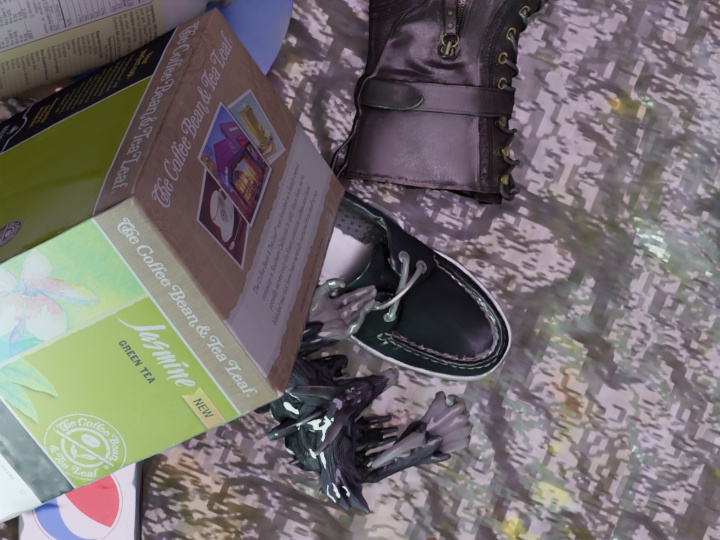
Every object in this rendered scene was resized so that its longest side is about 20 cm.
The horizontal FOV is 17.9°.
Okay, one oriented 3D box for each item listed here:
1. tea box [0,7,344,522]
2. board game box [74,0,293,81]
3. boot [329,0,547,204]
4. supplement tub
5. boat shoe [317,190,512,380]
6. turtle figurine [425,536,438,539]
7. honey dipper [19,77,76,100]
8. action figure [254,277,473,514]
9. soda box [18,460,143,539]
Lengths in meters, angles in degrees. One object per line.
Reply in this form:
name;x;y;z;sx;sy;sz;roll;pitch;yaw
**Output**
tea box;-0.134;-0.003;1.178;0.197;0.200;0.134;-25;115;24
board game box;-0.138;-0.169;1.330;0.200;0.039;0.158;44;79;-3
boot;0.081;-0.126;1.332;0.200;0.069;0.174;0;92;1
supplement tub;-0.169;-0.176;1.231;0.200;0.145;0.145;-20;88;-11
boat shoe;0.000;0.000;1.315;0.200;0.060;0.076;28;86;-1
turtle figurine;0.056;0.260;1.304;0.161;0.064;0.200;-38;98;3
honey dipper;-0.257;-0.111;1.296;0.200;0.038;0.038;5;87;11
action figure;-0.008;0.066;1.242;0.102;0.200;0.119;-32;89;-7
soda box;-0.158;0.163;1.297;0.068;0.064;0.200;1;88;-3
